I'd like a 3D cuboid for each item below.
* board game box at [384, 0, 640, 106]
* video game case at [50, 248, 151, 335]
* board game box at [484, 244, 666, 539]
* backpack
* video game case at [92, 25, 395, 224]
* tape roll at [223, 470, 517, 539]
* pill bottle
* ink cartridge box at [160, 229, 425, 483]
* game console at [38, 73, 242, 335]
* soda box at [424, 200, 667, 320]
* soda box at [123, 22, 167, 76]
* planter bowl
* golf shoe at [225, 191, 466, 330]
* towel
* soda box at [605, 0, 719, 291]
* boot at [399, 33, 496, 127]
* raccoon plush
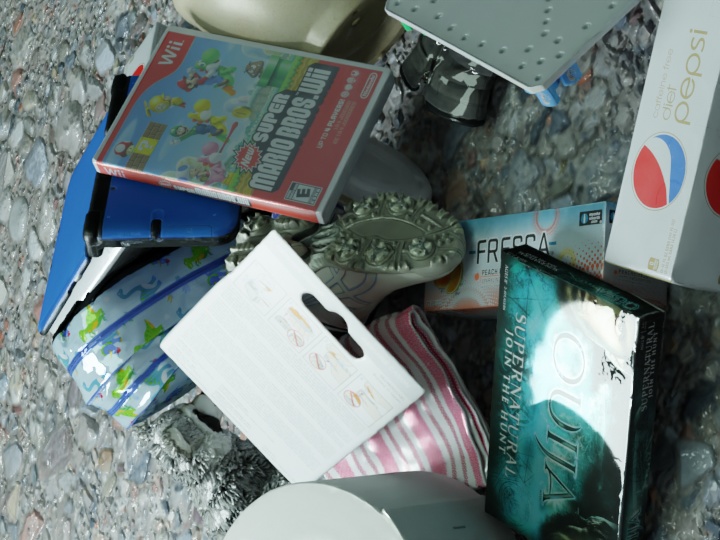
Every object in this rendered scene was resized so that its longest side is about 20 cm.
[{"bbox_3d":[0.141,-0.212,1.371,0.200,0.026,0.200,-43,38,-8],"label":"board game box"},{"bbox_3d":[-0.175,-0.034,1.759,0.023,0.182,0.200,48,128,10],"label":"video game case"},{"bbox_3d":[0.141,0.098,1.334,0.135,0.028,0.202,27,123,47],"label":"board game box"},{"bbox_3d":[-0.167,0.044,1.703,0.163,0.199,0.155,-35,72,47],"label":"backpack"},{"bbox_3d":[-0.089,-0.115,1.520,0.198,0.018,0.144,13,59,22],"label":"video game case"},{"bbox_3d":[0.007,0.247,1.414,0.201,0.139,0.205,-2,87,35],"label":"tape roll"},{"bbox_3d":[-0.030,-0.003,1.592,0.111,0.110,0.201,53,125,45],"label":"pill bottle"},{"bbox_3d":[-0.045,0.061,1.463,0.160,0.047,0.200,46,139,-1],"label":"ink cartridge box"},{"bbox_3d":[-0.171,-0.054,1.589,0.201,0.169,0.119,-87,-5,-46],"label":"game console"},{"bbox_3d":[0.129,-0.004,1.407,0.199,0.063,0.069,-6,78,54],"label":"soda box"},{"bbox_3d":[-0.188,-0.135,1.831,0.068,0.063,0.201,-47,27,37],"label":"soda box"},{"bbox_3d":[-0.034,-0.234,1.602,0.135,0.200,0.201,46,124,16],"label":"planter bowl"},{"bbox_3d":[0.000,0.000,1.481,0.198,0.098,0.079,-1,44,33],"label":"golf shoe"},{"bbox_3d":[0.015,0.117,1.509,0.199,0.030,0.147,-26,94,49],"label":"towel"},{"bbox_3d":[0.222,-0.092,1.278,0.068,0.063,0.202,20,100,55],"label":"soda box"},{"bbox_3d":[0.102,-0.166,1.489,0.200,0.069,0.133,-131,52,-57],"label":"boot"},{"bbox_3d":[-0.122,0.203,1.659,0.096,0.133,0.202,-24,64,48],"label":"raccoon plush"}]
